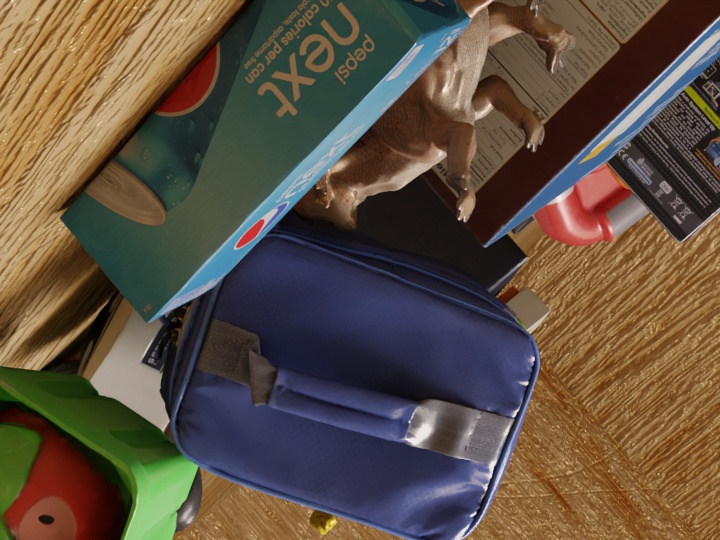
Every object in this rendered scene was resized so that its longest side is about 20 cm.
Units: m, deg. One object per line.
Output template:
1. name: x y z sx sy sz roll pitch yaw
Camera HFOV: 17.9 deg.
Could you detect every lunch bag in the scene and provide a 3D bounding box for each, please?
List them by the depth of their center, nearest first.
1. lunch bag: -0.014 0.050 1.194 0.132 0.199 0.136 -137 -115 -77

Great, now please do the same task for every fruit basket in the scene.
1. fruit basket: -0.202 0.153 1.157 0.216 0.155 0.216 -43 151 -31

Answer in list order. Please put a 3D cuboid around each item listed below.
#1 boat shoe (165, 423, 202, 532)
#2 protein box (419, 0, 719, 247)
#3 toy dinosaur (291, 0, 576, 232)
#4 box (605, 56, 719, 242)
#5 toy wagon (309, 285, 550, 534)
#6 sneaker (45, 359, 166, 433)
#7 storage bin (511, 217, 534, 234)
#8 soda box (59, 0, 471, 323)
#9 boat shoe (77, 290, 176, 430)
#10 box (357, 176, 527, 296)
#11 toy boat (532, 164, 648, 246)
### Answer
1. boat shoe: -0.139 0.125 1.469 0.074 0.063 0.201 -42 -156 -9
2. protein box: 0.122 -0.146 1.227 0.200 0.135 0.198 -45 174 31
3. toy dinosaur: 0.022 -0.105 1.108 0.086 0.135 0.201 -1 110 -66
4. box: 0.185 -0.142 1.369 0.160 0.200 0.044 -43 175 9
5. toy wagon: 0.038 0.088 1.457 0.200 0.040 0.155 -41 174 -8
6. sneaker: -0.135 0.065 1.406 0.200 0.078 0.075 -42 175 11
7. storage bin: 0.173 -0.132 1.933 0.135 0.094 0.200 -39 175 -27
8. soda box: -0.046 -0.067 1.038 0.200 0.068 0.064 -44 173 29
9. boat shoe: -0.102 0.004 1.299 0.200 0.075 0.093 -53 -160 13
10. box: 0.000 0.000 1.471 0.104 0.148 0.200 -39 175 -23
11. toy boat: 0.188 -0.101 1.729 0.130 0.200 0.131 -36 -142 -15
